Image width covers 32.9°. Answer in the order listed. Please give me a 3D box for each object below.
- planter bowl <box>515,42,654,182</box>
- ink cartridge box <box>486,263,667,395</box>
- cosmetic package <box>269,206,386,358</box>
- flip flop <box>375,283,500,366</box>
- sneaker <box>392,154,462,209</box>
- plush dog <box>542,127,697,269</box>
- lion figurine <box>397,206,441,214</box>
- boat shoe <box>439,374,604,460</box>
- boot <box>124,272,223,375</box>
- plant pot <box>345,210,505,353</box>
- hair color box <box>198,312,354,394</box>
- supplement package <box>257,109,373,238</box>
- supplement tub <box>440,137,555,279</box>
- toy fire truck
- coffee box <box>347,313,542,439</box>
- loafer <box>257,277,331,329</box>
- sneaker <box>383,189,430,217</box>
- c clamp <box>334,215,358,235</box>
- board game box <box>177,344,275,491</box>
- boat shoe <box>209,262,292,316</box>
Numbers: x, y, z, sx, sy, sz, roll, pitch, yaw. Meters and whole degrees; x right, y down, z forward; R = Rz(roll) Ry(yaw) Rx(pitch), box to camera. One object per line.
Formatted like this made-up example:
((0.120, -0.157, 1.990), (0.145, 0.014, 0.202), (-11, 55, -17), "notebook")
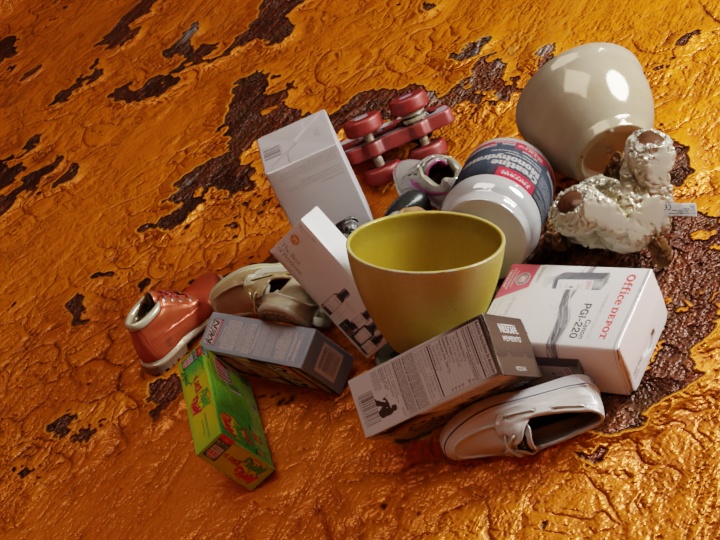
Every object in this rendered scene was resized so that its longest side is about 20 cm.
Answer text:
((0.340, -0.206, 1.751), (0.199, 0.201, 0.135), (-24, 50, 4), "planter bowl")
((0.263, 0.070, 1.521), (0.199, 0.085, 0.146), (4, 45, 34), "ink cartridge box")
((-0.025, 0.017, 1.645), (0.083, 0.200, 0.051), (-42, 1, 37), "cosmetic package")
((0.103, 0.071, 1.647), (0.199, 0.058, 0.081), (-29, 30, 2), "flip flop")
((0.116, -0.145, 1.891), (0.081, 0.089, 0.200), (-35, 35, -20), "sneaker")
((0.340, -0.081, 1.644), (0.200, 0.161, 0.172), (-39, 16, -10), "plush dog")
((0.100, -0.054, 1.732), (0.072, 0.200, 0.123), (-26, 64, 24), "lion figurine")
((0.191, 0.187, 1.433), (0.199, 0.072, 0.066), (-17, 35, 5), "boat shoe")
((-0.284, 0.055, 1.890), (0.075, 0.108, 0.200), (4, 43, 39), "boot")
((0.084, 0.027, 1.543), (0.198, 0.143, 0.200), (-3, 23, 1), "plant pot")
((-0.119, 0.114, 1.695), (0.199, 0.099, 0.061), (8, 68, 40), "hair color box")
((-0.063, -0.120, 1.884), (0.119, 0.201, 0.121), (-24, 34, 3), "supplement package")
((0.190, -0.087, 1.695), (0.139, 0.141, 0.200), (-10, 25, 24), "supplement tub")
((0.057, -0.232, 2.048), (0.199, 0.113, 0.168), (-25, 16, 2), "toy fire truck")
((0.102, 0.130, 1.464), (0.199, 0.113, 0.080), (-29, 70, 26), "coffee box")
((-0.088, 0.042, 1.706), (0.075, 0.200, 0.069), (11, 89, 14), "loafer")
((0.062, -0.041, 1.795), (0.088, 0.074, 0.201), (-17, 36, 58), "sneaker")
((0.000, 0.000, 1.734), (0.027, 0.171, 0.200), (-1, 43, -33), "c clamp")
((-0.182, 0.194, 1.634), (0.048, 0.101, 0.200), (-43, 32, 11), "board game box")
((-0.140, 0.031, 1.852), (0.199, 0.074, 0.067), (-19, 29, 12), "boat shoe")
